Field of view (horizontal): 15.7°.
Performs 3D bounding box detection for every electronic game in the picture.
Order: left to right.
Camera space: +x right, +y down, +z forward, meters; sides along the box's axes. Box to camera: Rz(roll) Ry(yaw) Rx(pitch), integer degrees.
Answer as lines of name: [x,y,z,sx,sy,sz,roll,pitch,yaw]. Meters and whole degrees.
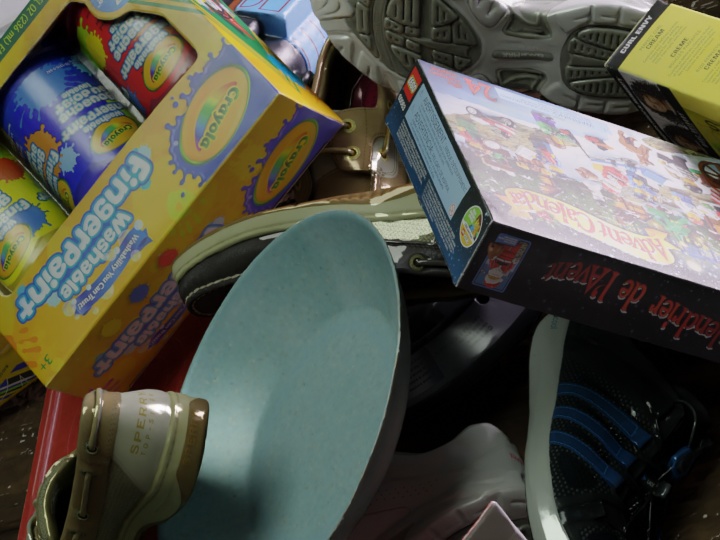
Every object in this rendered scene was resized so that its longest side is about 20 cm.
electronic game: [0.032,0.010,1.377,0.199,0.042,0.201,-31,30,20]

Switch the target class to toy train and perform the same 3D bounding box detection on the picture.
toy train: [-0.055,-0.143,1.526,0.114,0.087,0.200,7,35,23]

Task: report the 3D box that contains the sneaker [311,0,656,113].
sneaker: [0.072,-0.138,1.413,0.199,0.078,0.100,12,28,-3]

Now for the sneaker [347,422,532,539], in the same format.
sneaker: [0.000,0.140,1.256,0.199,0.078,0.100,-26,31,7]

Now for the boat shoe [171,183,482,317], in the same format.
boat shoe: [0.000,0.000,1.288,0.199,0.073,0.065,-14,71,20]

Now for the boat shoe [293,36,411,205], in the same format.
boat shoe: [-0.010,-0.059,1.409,0.074,0.066,0.201,-27,32,26]

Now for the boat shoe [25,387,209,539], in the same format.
boat shoe: [-0.132,0.106,1.271,0.201,0.063,0.074,138,145,-60]

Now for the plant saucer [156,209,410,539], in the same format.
plant saucer: [-0.027,0.072,1.215,0.201,0.039,0.202,-39,38,40]

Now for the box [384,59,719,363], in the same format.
box: [0.119,-0.021,1.204,0.038,0.199,0.137,-61,28,26]

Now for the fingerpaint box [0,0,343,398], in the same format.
fingerpaint box: [-0.135,-0.059,1.393,0.200,0.073,0.167,-50,61,11]

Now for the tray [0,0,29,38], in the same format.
tray: [-0.191,-0.170,1.473,0.200,0.022,0.107,-34,66,-27]

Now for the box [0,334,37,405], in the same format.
box: [-0.239,0.044,1.552,0.200,0.070,0.064,-35,34,16]

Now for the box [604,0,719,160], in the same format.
box: [0.211,-0.073,1.276,0.050,0.075,0.200,-50,38,-10]

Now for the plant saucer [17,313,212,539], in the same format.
plant saucer: [-0.114,0.074,1.415,0.200,0.037,0.200,-33,34,33]

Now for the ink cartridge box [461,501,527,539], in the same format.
ink cartridge box: [0.027,0.211,1.058,0.200,0.176,0.045,-50,37,-13]

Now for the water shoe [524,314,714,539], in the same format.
water shoe: [0.121,0.082,1.197,0.079,0.072,0.201,-21,42,19]
